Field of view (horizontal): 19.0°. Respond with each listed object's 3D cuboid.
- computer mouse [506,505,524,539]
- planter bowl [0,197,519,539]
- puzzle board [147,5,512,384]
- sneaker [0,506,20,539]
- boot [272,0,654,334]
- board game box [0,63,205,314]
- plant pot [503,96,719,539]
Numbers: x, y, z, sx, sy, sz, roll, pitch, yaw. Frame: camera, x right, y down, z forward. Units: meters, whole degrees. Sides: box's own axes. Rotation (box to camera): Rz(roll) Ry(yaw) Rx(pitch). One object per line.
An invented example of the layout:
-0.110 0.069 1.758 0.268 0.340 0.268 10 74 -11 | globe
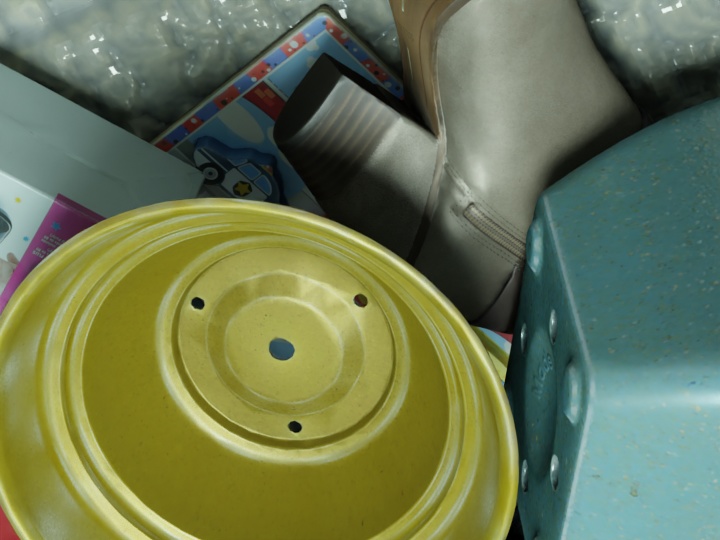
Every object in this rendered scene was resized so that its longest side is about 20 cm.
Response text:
0.120 0.113 0.945 0.199 0.053 0.139 2 143 9 | computer mouse
-0.036 0.047 0.810 0.199 0.084 0.201 4 118 7 | planter bowl
0.000 0.000 0.901 0.151 0.017 0.200 -35 115 28 | puzzle board
-0.115 0.139 0.865 0.199 0.116 0.079 2 130 12 | sneaker
0.068 -0.069 0.812 0.146 0.070 0.200 32 113 -28 | boot
-0.176 0.008 0.891 0.147 0.064 0.200 28 130 -10 | board game box
0.158 0.048 0.784 0.199 0.196 0.197 2 128 -7 | plant pot
